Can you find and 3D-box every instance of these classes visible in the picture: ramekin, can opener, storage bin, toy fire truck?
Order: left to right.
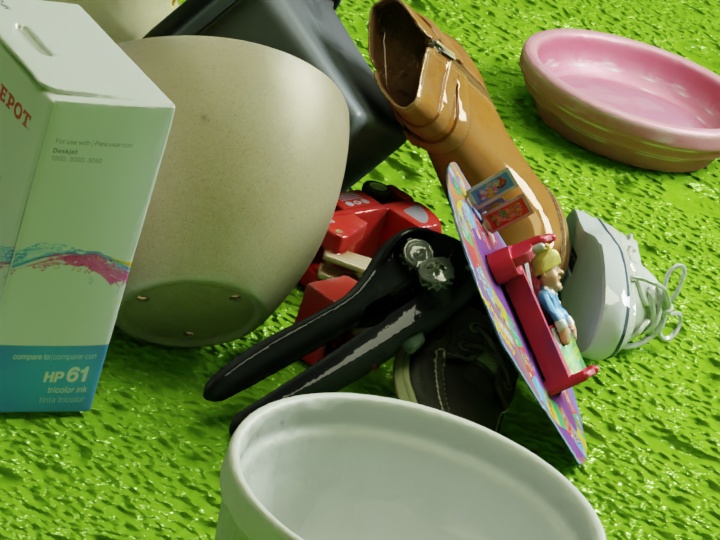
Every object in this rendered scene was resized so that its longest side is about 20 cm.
[{"bbox_3d":[-0.041,-0.130,1.899,0.134,0.145,0.200,53,10,9],"label":"storage bin"},{"bbox_3d":[-0.005,0.040,1.650,0.200,0.079,0.063,-36,68,-31],"label":"can opener"},{"bbox_3d":[0.000,0.000,1.815,0.141,0.049,0.200,34,28,33],"label":"toy fire truck"},{"bbox_3d":[0.017,0.156,1.410,0.200,0.105,0.200,14,24,-7],"label":"ramekin"}]

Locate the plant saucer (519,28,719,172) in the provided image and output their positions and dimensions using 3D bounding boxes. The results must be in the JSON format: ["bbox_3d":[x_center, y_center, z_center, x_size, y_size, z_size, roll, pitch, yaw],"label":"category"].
[{"bbox_3d":[0.222,-0.135,2.267,0.200,0.051,0.201,14,24,-6],"label":"plant saucer"}]

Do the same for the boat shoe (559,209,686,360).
[{"bbox_3d":[0.182,0.018,1.885,0.086,0.075,0.202,18,13,-7],"label":"boat shoe"}]

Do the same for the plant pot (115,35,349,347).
[{"bbox_3d":[-0.104,-0.032,1.682,0.200,0.200,0.135,8,61,-20],"label":"plant pot"}]

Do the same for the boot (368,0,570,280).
[{"bbox_3d":[0.066,-0.083,1.886,0.200,0.074,0.155,64,10,28],"label":"boot"}]

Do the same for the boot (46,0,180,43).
[{"bbox_3d":[-0.142,-0.204,2.035,0.200,0.156,0.073,2,28,-32],"label":"boot"}]

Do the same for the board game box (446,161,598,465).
[{"bbox_3d":[0.112,0.020,1.691,0.039,0.200,0.158,-24,42,12],"label":"board game box"}]

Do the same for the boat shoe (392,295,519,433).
[{"bbox_3d":[0.065,0.052,1.692,0.073,0.065,0.200,43,22,-21],"label":"boat shoe"}]

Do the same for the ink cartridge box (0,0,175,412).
[{"bbox_3d":[-0.191,-0.039,1.579,0.085,0.200,0.145,1,28,-33],"label":"ink cartridge box"}]
